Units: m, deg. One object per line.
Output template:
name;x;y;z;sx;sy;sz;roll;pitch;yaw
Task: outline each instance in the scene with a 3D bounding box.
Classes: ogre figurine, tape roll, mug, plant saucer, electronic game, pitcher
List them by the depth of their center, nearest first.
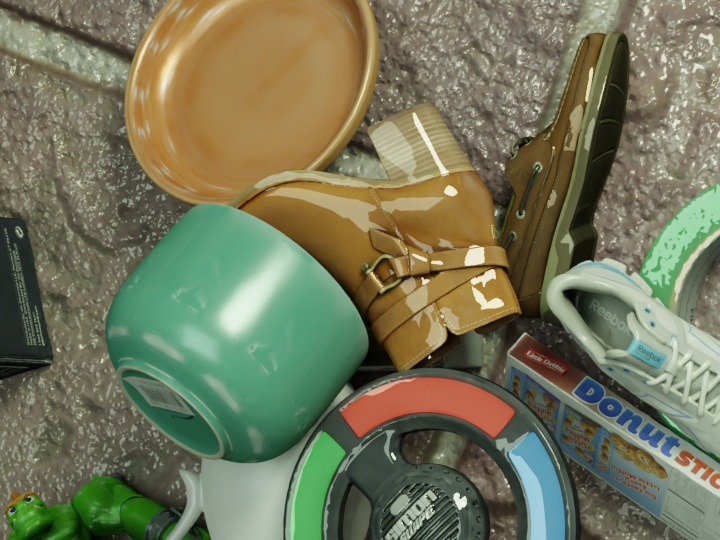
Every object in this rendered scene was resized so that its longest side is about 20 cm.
electronic game;0.043;0.161;1.425;0.199;0.042;0.201;-4;81;24
tape roll;0.275;0.035;1.454;0.200;0.048;0.201;-1;87;25
mug;-0.089;0.057;1.459;0.152;0.185;0.114;34;65;12
pitcher;-0.075;0.174;1.550;0.171;0.121;0.201;3;87;-6
plant saucer;-0.073;-0.132;1.596;0.199;0.037;0.201;-11;64;23
ogre figurine;-0.214;0.220;1.625;0.200;0.098;0.120;-47;43;5

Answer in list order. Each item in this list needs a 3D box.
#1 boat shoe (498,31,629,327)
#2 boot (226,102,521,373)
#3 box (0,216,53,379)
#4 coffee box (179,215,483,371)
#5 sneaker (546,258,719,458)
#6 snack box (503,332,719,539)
boat shoe;0.127;-0.066;1.510;0.068;0.072;0.201;15;94;23
boot;0.000;0.000;1.486;0.199;0.077;0.156;-25;80;12
box;-0.367;0.034;1.660;0.199;0.198;0.124;-16;82;22
coffee box;-0.021;0.014;1.569;0.199;0.080;0.114;-2;86;23
sneaker;0.195;0.062;1.417;0.200;0.087;0.075;32;99;20
snack box;0.178;0.120;1.483;0.200;0.072;0.024;34;62;21
